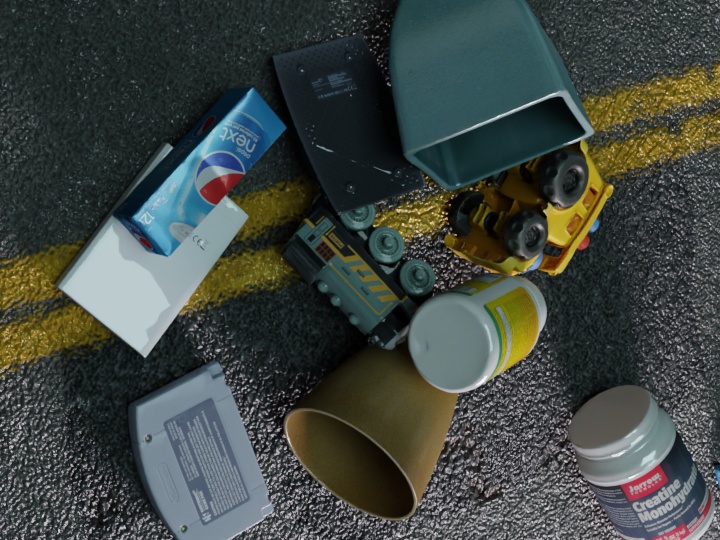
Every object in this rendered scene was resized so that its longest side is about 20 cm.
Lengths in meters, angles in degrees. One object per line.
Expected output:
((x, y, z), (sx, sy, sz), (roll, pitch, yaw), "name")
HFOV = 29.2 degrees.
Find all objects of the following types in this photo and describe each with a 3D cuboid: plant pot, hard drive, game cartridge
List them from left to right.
((-0.232, -0.023, 1.551), (0.132, 0.027, 0.201), (42, 75, -26), "hard drive")
((-0.190, 0.222, 1.600), (0.132, 0.041, 0.202), (-27, 108, -27), "game cartridge")
((-0.018, -0.167, 1.604), (0.134, 0.042, 0.202), (-19, 80, -25), "hard drive")
((0.039, 0.159, 1.649), (0.187, 0.185, 0.200), (53, 57, -23), "plant pot")
((0.138, -0.237, 1.610), (0.194, 0.196, 0.202), (-20, 75, 15), "plant pot")

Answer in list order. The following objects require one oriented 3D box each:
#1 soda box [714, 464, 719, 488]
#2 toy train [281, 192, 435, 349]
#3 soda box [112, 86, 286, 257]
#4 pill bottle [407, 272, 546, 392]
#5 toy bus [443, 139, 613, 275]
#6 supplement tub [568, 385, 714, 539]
((0.617, 0.277, 2.021), (0.198, 0.068, 0.065), (-27, 109, -24), "soda box")
((0.000, 0.000, 1.623), (0.200, 0.085, 0.114), (47, 65, 1), "toy train")
((-0.176, -0.110, 1.518), (0.200, 0.068, 0.064), (-50, 115, -15), "soda box")
((0.144, 0.065, 1.613), (0.199, 0.111, 0.114), (-21, 109, -60), "pill bottle")
((0.226, -0.063, 1.753), (0.192, 0.135, 0.201), (42, 77, -43), "toy bus")
((0.377, 0.270, 1.856), (0.140, 0.140, 0.201), (-41, 113, -18), "supplement tub")
